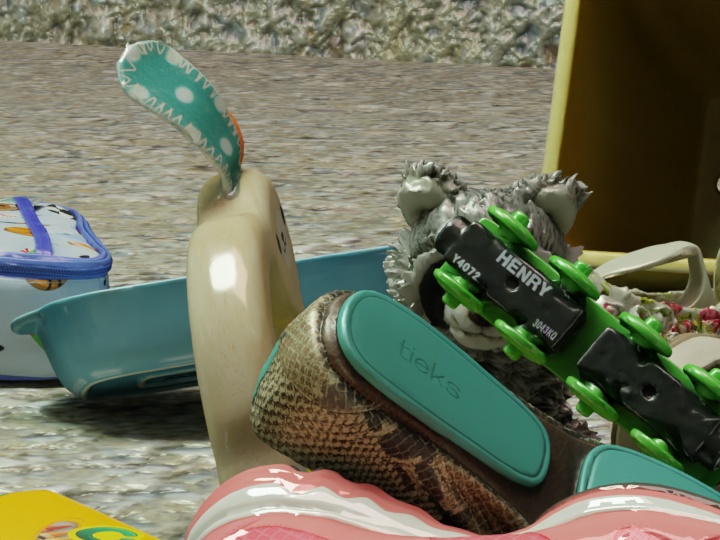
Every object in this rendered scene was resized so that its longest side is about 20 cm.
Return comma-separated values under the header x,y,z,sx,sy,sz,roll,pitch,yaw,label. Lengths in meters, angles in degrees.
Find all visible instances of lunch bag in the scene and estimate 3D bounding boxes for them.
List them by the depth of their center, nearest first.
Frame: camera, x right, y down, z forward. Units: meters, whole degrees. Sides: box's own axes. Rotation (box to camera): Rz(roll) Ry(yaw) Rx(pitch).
x,y,z,sx,sy,sz,roll,pitch,yaw,label
-0.197,0.003,1.398,0.160,0.076,0.200,2,10,-11,lunch bag

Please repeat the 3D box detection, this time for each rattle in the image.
x,y,z,sx,sy,sz,roll,pitch,yaw,label
0.000,0.000,0.995,0.143,0.200,0.130,-18,-29,22,rattle

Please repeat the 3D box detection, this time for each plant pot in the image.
x,y,z,sx,sy,sz,roll,pitch,yaw,label
0.220,-0.071,1.569,0.194,0.196,0.200,5,-11,18,plant pot

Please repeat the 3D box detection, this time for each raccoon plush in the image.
x,y,z,sx,sy,sz,roll,pitch,yaw,label
0.031,0.015,1.159,0.097,0.134,0.200,-2,10,-19,raccoon plush

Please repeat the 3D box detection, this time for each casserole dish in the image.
x,y,z,sx,sy,sz,roll,pitch,yaw,label
-0.052,0.024,1.262,0.200,0.039,0.121,-8,-8,-10,casserole dish

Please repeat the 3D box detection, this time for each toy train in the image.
x,y,z,sx,sy,sz,roll,pitch,yaw,label
0.105,0.048,0.980,0.200,0.042,0.056,40,-1,19,toy train

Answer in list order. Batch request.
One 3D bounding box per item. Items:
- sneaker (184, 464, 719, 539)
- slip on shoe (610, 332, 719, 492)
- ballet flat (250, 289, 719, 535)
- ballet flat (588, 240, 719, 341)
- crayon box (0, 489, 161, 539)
x,y,z,sx,sy,sz,roll,pitch,yaw,label
0.035,0.111,0.839,0.200,0.074,0.087,2,25,16,sneaker
0.125,0.055,1.109,0.061,0.076,0.200,14,10,23,slip on shoe
0.053,0.079,0.914,0.200,0.075,0.068,31,39,-10,ballet flat
0.170,0.017,1.394,0.200,0.064,0.076,-4,10,-34,ballet flat
-0.091,0.113,0.775,0.119,0.058,0.200,-5,11,-34,crayon box
